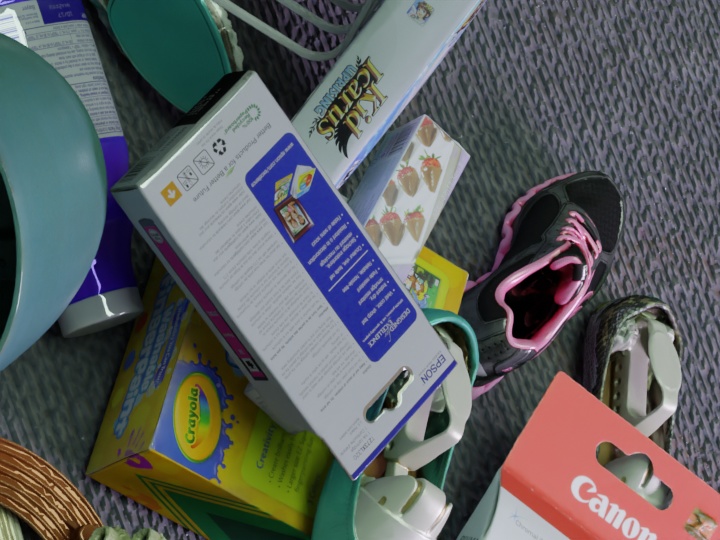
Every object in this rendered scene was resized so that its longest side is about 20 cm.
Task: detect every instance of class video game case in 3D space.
[{"bbox_3d":[0.025,-0.127,1.557,0.045,0.182,0.200,36,15,-1],"label":"video game case"}]

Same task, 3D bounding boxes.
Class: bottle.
[{"bbox_3d":[-0.168,-0.065,1.521,0.083,0.065,0.201,-14,83,-38],"label":"bottle"}]

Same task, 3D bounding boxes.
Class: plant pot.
[{"bbox_3d":[-0.218,-0.035,1.397,0.202,0.200,0.161,63,26,-1],"label":"plant pot"}]

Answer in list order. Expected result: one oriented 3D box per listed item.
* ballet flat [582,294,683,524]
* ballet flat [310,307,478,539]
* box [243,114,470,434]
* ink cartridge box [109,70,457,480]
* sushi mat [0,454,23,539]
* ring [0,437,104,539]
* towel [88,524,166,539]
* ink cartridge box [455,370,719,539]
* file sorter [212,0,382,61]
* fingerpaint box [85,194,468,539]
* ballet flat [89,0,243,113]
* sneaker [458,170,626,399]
[{"bbox_3d":[0.165,0.105,1.707,0.072,0.072,0.202,20,64,-30],"label":"ballet flat"},{"bbox_3d":[0.021,0.105,1.505,0.067,0.070,0.201,28,60,-27],"label":"ballet flat"},{"bbox_3d":[0.000,0.000,1.545,0.039,0.041,0.201,41,53,-18],"label":"box"},{"bbox_3d":[-0.037,0.004,1.452,0.095,0.037,0.200,-46,111,-27],"label":"ink cartridge box"},{"bbox_3d":[-0.222,0.122,1.450,0.095,0.012,0.201,-9,80,-39],"label":"sushi mat"},{"bbox_3d":[-0.199,0.177,1.428,0.199,0.019,0.202,11,69,-32],"label":"ring"},{"bbox_3d":[-0.094,0.240,1.464,0.200,0.036,0.149,47,49,-33],"label":"towel"},{"bbox_3d":[0.129,0.186,1.625,0.162,0.057,0.201,37,81,-20],"label":"ink cartridge box"},{"bbox_3d":[-0.017,-0.223,1.591,0.138,0.125,0.200,32,26,1],"label":"file sorter"},{"bbox_3d":[-0.044,0.056,1.566,0.166,0.073,0.201,30,58,-26],"label":"fingerpaint box"},{"bbox_3d":[-0.128,-0.179,1.593,0.200,0.072,0.072,52,52,-11],"label":"ballet flat"},{"bbox_3d":[0.116,0.002,1.690,0.079,0.095,0.200,49,51,-10],"label":"sneaker"}]
